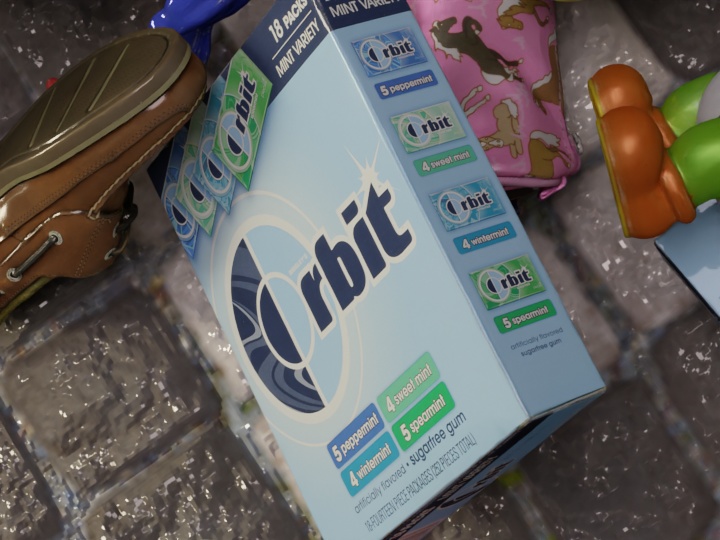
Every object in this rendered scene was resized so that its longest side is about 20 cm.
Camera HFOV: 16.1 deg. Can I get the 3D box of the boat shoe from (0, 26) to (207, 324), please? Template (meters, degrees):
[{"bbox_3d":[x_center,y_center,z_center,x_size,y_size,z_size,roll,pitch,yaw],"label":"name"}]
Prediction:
[{"bbox_3d":[-0.126,-0.037,1.102,0.199,0.072,0.068,-29,114,39],"label":"boat shoe"}]

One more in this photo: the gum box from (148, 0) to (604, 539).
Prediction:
[{"bbox_3d":[0.000,0.000,1.046,0.044,0.170,0.201,-18,73,-34],"label":"gum box"}]

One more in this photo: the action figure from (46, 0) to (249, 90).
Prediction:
[{"bbox_3d":[-0.056,-0.128,1.094,0.199,0.065,0.052,-34,83,32],"label":"action figure"}]

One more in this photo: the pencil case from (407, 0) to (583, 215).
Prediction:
[{"bbox_3d":[0.045,-0.124,1.102,0.082,0.086,0.202,-13,77,39],"label":"pencil case"}]

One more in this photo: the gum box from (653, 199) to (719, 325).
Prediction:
[{"bbox_3d":[0.252,-0.010,1.057,0.200,0.045,0.170,-41,75,4],"label":"gum box"}]

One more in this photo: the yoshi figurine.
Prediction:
[{"bbox_3d":[0.189,-0.084,1.008,0.198,0.112,0.113,-14,70,7],"label":"yoshi figurine"}]
